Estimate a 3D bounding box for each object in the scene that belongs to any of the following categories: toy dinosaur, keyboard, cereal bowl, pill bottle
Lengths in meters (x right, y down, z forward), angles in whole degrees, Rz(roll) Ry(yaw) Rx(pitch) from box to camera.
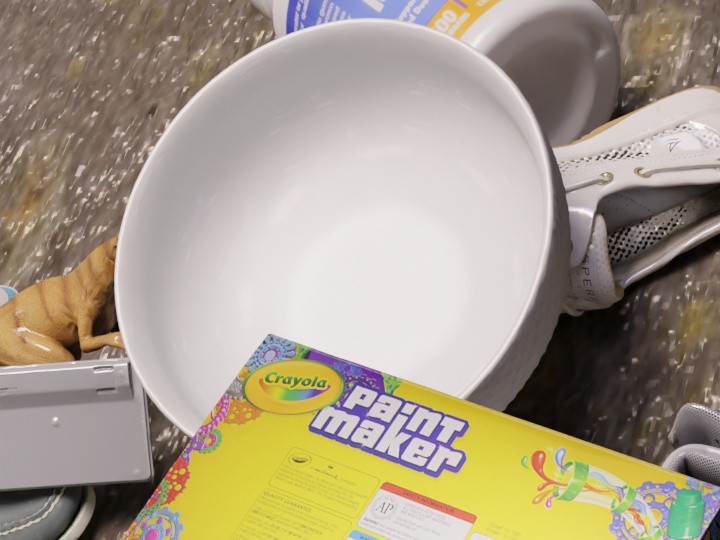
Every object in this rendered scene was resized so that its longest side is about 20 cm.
[{"bbox_3d":[-0.157,0.038,1.077,0.199,0.107,0.061,-28,22,19],"label":"toy dinosaur"},{"bbox_3d":[-0.193,0.075,1.052,0.198,0.057,0.011,-5,9,10],"label":"keyboard"},{"bbox_3d":[0.000,0.000,0.978,0.198,0.083,0.202,-9,66,20],"label":"cereal bowl"},{"bbox_3d":[0.026,-0.122,1.131,0.112,0.112,0.200,-40,47,-11],"label":"pill bottle"}]

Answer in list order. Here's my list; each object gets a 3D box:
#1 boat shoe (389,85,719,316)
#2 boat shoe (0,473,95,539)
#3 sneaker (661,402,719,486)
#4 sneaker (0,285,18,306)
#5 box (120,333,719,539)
[{"bbox_3d":[0.095,-0.014,1.031,0.199,0.071,0.070,-28,42,-1],"label":"boat shoe"},{"bbox_3d":[-0.220,0.100,1.089,0.198,0.062,0.073,3,51,27],"label":"boat shoe"},{"bbox_3d":[0.109,0.097,0.895,0.199,0.115,0.075,20,62,37],"label":"sneaker"},{"bbox_3d":[-0.248,0.012,1.181,0.199,0.077,0.081,31,60,34],"label":"sneaker"},{"bbox_3d":[0.043,0.149,0.827,0.199,0.193,0.122,18,60,35],"label":"box"}]
